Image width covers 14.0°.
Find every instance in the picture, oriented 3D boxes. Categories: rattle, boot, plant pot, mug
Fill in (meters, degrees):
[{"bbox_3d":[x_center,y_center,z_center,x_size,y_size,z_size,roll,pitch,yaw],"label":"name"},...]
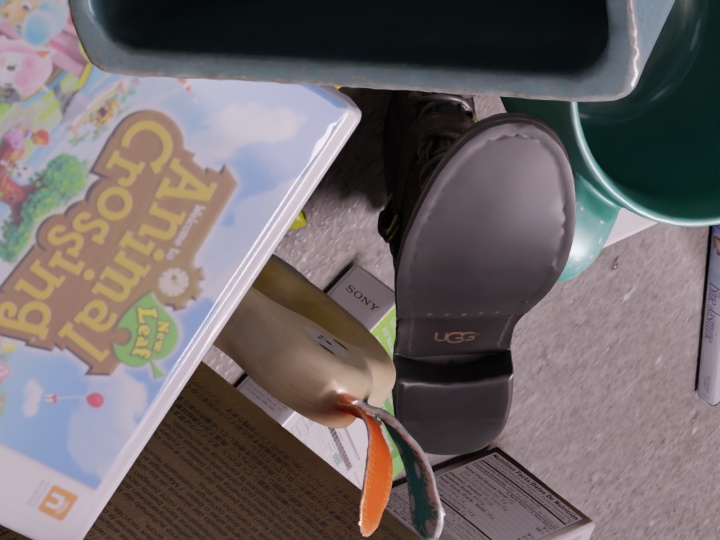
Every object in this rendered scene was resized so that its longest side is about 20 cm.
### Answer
[{"bbox_3d":[0.000,0.000,1.166,0.143,0.200,0.130,-44,124,-3],"label":"rattle"},{"bbox_3d":[0.037,-0.038,1.259,0.069,0.175,0.201,4,136,-10],"label":"boot"},{"bbox_3d":[0.021,-0.189,0.948,0.200,0.195,0.197,-50,138,-52],"label":"plant pot"},{"bbox_3d":[0.121,-0.100,1.323,0.184,0.114,0.153,-25,115,-16],"label":"mug"}]

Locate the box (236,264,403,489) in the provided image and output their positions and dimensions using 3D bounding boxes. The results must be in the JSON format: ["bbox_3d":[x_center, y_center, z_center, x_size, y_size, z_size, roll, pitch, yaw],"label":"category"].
[{"bbox_3d":[-0.045,0.106,1.423,0.200,0.036,0.145,-45,153,-13],"label":"box"}]

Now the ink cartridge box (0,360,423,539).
[{"bbox_3d":[-0.098,0.109,1.147,0.164,0.200,0.075,-25,143,-42],"label":"ink cartridge box"}]

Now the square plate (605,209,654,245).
[{"bbox_3d":[0.182,-0.113,1.513,0.200,0.028,0.199,-24,142,-45],"label":"square plate"}]

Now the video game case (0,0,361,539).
[{"bbox_3d":[-0.125,-0.017,1.024,0.182,0.022,0.200,28,102,-27],"label":"video game case"}]

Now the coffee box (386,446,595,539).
[{"bbox_3d":[0.026,0.181,1.580,0.200,0.080,0.113,-16,135,-51],"label":"coffee box"}]

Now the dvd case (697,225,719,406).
[{"bbox_3d":[0.263,-0.017,1.794,0.143,0.018,0.200,-40,151,-23],"label":"dvd case"}]
